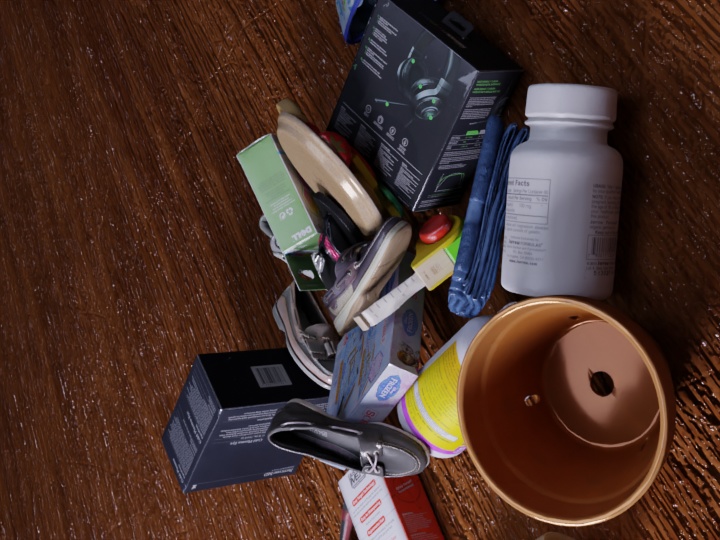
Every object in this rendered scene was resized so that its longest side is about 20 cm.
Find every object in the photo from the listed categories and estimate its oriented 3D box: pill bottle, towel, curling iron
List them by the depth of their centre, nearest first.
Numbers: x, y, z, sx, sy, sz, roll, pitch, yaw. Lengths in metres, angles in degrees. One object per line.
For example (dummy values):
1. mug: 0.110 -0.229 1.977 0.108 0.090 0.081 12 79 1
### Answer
1. pill bottle: 0.202 -0.078 0.969 0.113 0.112 0.205 11 99 54
2. towel: 0.137 -0.054 1.050 0.112 0.047 0.204 74 -151 -78
3. pill bottle: 0.129 0.120 1.083 0.200 0.103 0.106 -50 51 43
4. curling iron: -0.006 0.334 1.349 0.049 0.025 0.205 8 92 33

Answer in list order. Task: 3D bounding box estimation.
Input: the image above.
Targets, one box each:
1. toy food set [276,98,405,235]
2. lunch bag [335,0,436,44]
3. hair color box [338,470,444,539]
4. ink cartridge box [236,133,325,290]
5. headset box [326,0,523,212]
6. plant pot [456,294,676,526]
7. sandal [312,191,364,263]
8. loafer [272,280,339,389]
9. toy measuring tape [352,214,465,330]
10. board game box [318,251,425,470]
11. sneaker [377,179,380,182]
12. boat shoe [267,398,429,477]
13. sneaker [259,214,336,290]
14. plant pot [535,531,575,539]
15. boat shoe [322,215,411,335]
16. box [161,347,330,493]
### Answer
1. toy food set: -0.030 -0.121 1.195 0.049 0.199 0.199 -42 25 -9
2. lunch bag: 0.032 -0.402 1.202 0.199 0.126 0.173 -32 60 38
3. hair color box: 0.048 0.333 1.237 0.102 0.060 0.203 -52 51 41
4. ink cartridge box: -0.084 -0.077 1.311 0.059 0.104 0.203 -28 82 14
5. headset box: 0.073 -0.205 1.146 0.174 0.092 0.202 44 126 29
6. plant pot: 0.207 0.117 0.908 0.197 0.139 0.205 5 98 34
7. sandal: -0.023 -0.019 1.256 0.075 0.045 0.202 42 162 40
8. loafer: -0.071 0.088 1.407 0.201 0.071 0.064 52 123 45
9. toy measuring tape: 0.071 -0.007 1.147 0.199 0.074 0.074 -38 52 4
10. board game box: 0.017 0.111 1.219 0.201 0.040 0.202 -57 16 39
11. sneaker: -0.008 -0.116 1.330 0.199 0.073 0.089 15 121 61
12. boat shoe: -0.018 0.206 1.127 0.196 0.057 0.068 14 126 25
13. sneaker: -0.084 -0.026 1.408 0.200 0.087 0.075 41 121 46
14. plant pot: 0.172 0.374 0.980 0.187 0.185 0.202 45 111 45
15. boat shoe: 0.000 0.000 1.182 0.065 0.072 0.201 44 140 14
16. box: -0.165 0.215 1.425 0.105 0.197 0.184 56 132 36
